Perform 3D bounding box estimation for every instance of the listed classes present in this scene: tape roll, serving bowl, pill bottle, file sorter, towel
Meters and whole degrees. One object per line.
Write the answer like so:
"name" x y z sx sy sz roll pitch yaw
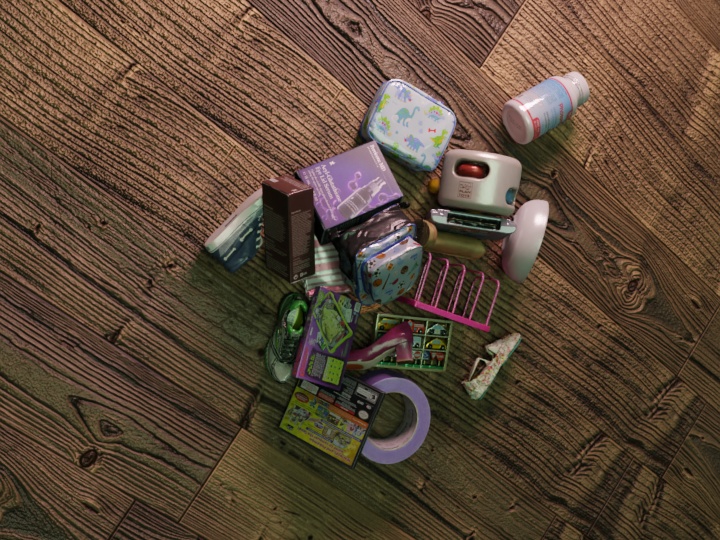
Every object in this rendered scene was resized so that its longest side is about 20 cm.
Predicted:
"tape roll" 0.059 0.341 1.655 0.196 0.085 0.205 -2 97 -17
"serving bowl" 0.378 -0.076 1.668 0.065 0.200 0.204 18 90 2
"pill bottle" 0.446 -0.395 1.694 0.198 0.109 0.110 -30 104 -12
"file sorter" 0.203 0.045 1.644 0.197 0.139 0.128 19 88 -18
"towel" -0.069 -0.045 1.587 0.143 0.030 0.204 -11 95 -14

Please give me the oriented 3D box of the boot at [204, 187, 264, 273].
"boot" -0.238 -0.091 1.531 0.200 0.073 0.091 -43 114 -2

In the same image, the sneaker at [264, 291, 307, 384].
"sneaker" -0.163 0.152 1.564 0.077 0.085 0.204 8 93 -18

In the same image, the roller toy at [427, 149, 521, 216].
"roller toy" 0.269 -0.193 1.617 0.196 0.182 0.143 8 94 -18

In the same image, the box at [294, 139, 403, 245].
"box" -0.028 -0.169 1.540 0.197 0.104 0.150 -25 79 -15

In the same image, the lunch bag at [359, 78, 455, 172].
"lunch bag" 0.110 -0.330 1.606 0.197 0.082 0.163 25 89 -18

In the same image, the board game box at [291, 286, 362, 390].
"board game box" -0.072 0.150 1.554 0.119 0.032 0.204 24 75 -35

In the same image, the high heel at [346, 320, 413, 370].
"high heel" 0.025 0.173 1.627 0.196 0.068 0.098 -4 66 -3

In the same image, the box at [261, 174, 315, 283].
"box" -0.152 -0.088 1.498 0.074 0.099 0.204 -22 125 -35

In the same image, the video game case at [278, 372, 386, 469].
"video game case" -0.065 0.316 1.586 0.197 0.025 0.184 23 88 18

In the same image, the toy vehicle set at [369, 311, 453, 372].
"toy vehicle set" 0.119 0.172 1.687 0.196 0.026 0.127 6 94 -18

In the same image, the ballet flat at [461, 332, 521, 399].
"ballet flat" 0.320 0.224 1.737 0.064 0.076 0.201 37 80 -2

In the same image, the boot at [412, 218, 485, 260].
"boot" 0.199 -0.066 1.607 0.196 0.175 0.068 11 92 -21

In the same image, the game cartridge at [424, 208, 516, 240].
"game cartridge" 0.250 -0.104 1.637 0.196 0.133 0.042 8 81 -1

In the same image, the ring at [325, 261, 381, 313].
"ring" 0.000 0.000 1.637 0.196 0.019 0.205 -2 95 -18

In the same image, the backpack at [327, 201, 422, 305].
"backpack" 0.043 -0.020 1.514 0.197 0.192 0.155 -24 59 -17
